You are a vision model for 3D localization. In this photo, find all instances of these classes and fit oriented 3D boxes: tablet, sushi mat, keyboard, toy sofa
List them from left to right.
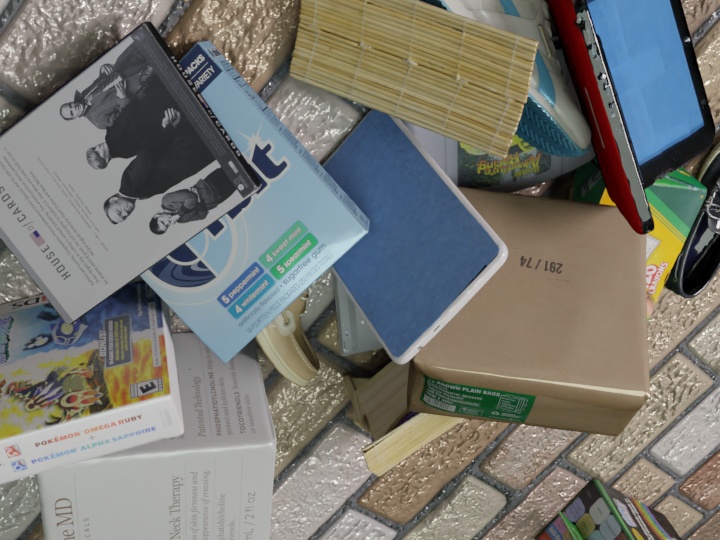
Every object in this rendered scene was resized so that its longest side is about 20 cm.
[{"bbox_3d":[0.000,0.000,0.907,0.055,0.011,0.203,-15,126,-15],"label":"keyboard"},{"bbox_3d":[0.025,-0.036,0.778,0.130,0.201,0.014,-46,145,16],"label":"tablet"},{"bbox_3d":[0.037,-0.164,0.726,0.197,0.012,0.097,23,124,12],"label":"sushi mat"},{"bbox_3d":[0.086,0.102,0.942,0.199,0.098,0.083,-41,131,11],"label":"toy sofa"},{"bbox_3d":[0.089,0.138,0.916,0.198,0.012,0.096,-32,156,-6],"label":"sushi mat"}]

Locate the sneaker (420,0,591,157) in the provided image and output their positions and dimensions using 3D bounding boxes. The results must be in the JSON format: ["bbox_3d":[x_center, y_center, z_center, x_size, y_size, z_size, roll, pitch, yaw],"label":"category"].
[{"bbox_3d":[0.129,-0.178,0.756,0.081,0.076,0.200,-45,104,-13],"label":"sneaker"}]

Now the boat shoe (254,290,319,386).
[{"bbox_3d":[-0.077,0.024,0.861,0.064,0.072,0.202,-26,121,2],"label":"boat shoe"}]

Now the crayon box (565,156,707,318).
[{"bbox_3d":[0.253,-0.013,0.947,0.117,0.059,0.203,4,121,-20],"label":"crayon box"}]

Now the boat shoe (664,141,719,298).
[{"bbox_3d":[0.371,-0.058,0.954,0.073,0.063,0.202,16,115,-24],"label":"boat shoe"}]

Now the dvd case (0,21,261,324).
[{"bbox_3d":[-0.198,-0.071,0.727,0.198,0.025,0.151,-33,102,12],"label":"dvd case"}]

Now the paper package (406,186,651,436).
[{"bbox_3d":[0.147,0.035,0.816,0.196,0.193,0.104,8,148,4],"label":"paper package"}]

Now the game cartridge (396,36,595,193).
[{"bbox_3d":[0.126,-0.134,0.843,0.196,0.041,0.135,-13,129,-9],"label":"game cartridge"}]

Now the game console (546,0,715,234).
[{"bbox_3d":[0.237,-0.159,0.761,0.117,0.173,0.203,-20,107,11],"label":"game console"}]

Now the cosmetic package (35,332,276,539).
[{"bbox_3d":[-0.190,0.173,0.862,0.196,0.167,0.170,-3,124,-15],"label":"cosmetic package"}]

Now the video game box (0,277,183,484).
[{"bbox_3d":[-0.244,0.081,0.764,0.179,0.201,0.048,-17,123,-7],"label":"video game box"}]

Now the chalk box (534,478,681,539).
[{"bbox_3d":[0.316,0.363,1.175,0.198,0.125,0.125,29,110,-30],"label":"chalk box"}]

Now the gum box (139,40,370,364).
[{"bbox_3d":[-0.118,-0.053,0.764,0.169,0.045,0.200,-41,99,12],"label":"gum box"}]
